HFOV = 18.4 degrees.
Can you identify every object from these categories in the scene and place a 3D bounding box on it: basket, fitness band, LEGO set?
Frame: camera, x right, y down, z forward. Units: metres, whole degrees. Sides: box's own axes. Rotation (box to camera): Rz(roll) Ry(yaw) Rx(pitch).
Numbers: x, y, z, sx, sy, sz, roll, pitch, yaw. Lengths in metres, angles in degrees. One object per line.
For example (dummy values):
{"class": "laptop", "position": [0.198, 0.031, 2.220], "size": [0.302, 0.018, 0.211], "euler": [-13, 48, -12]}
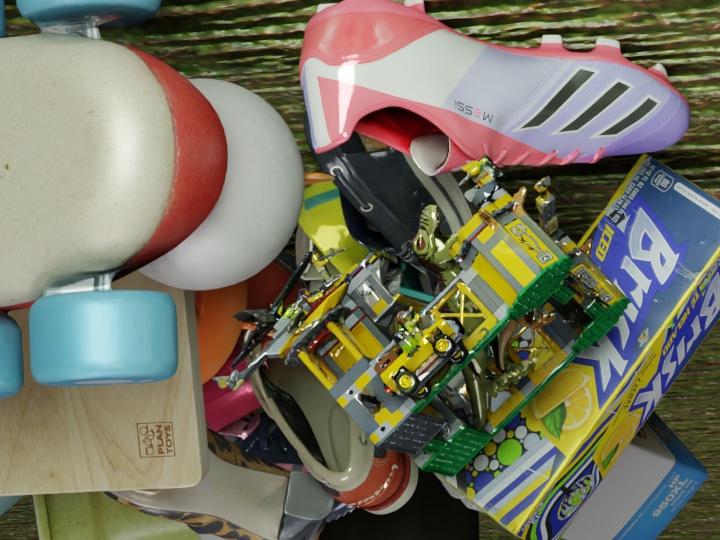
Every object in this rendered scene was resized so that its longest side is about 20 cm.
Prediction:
{"class": "basket", "position": [0.030, 0.197, 1.699], "size": [0.135, 0.201, 0.180], "euler": [3, 165, -3]}
{"class": "fitness band", "position": [-0.097, 0.075, 1.427], "size": [0.199, 0.038, 0.144], "euler": [-28, -174, 3]}
{"class": "LEGO set", "position": [0.028, 0.007, 1.013], "size": [0.154, 0.116, 0.200], "euler": [-47, 162, 14]}

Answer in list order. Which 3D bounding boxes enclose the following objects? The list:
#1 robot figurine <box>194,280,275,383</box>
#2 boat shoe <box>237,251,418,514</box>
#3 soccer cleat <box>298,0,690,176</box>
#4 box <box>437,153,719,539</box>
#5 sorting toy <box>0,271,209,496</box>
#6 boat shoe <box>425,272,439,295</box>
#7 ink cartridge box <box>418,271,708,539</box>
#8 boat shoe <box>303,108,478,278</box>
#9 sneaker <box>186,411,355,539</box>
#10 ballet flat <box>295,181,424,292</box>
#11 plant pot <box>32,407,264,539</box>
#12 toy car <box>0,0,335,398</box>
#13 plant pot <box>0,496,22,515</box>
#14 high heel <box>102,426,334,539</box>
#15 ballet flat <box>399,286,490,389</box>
{"class": "robot figurine", "position": [-0.148, 0.009, 1.240], "size": [0.199, 0.117, 0.144], "euler": [11, 146, -28]}
{"class": "boat shoe", "position": [-0.034, 0.056, 1.295], "size": [0.071, 0.200, 0.062], "euler": [-42, 144, 15]}
{"class": "soccer cleat", "position": [0.061, -0.070, 0.996], "size": [0.199, 0.077, 0.067], "euler": [13, 161, -29]}
{"class": "box", "position": [0.123, 0.044, 1.159], "size": [0.070, 0.200, 0.064], "euler": [36, 180, 27]}
{"class": "sorting toy", "position": [-0.177, 0.008, 1.128], "size": [0.197, 0.201, 0.070], "euler": [-4, -173, 11]}
{"class": "boat shoe", "position": [0.112, 0.015, 1.319], "size": [0.072, 0.061, 0.201], "euler": [-43, 143, 23]}
{"class": "ink cartridge box", "position": [0.108, 0.093, 1.408], "size": [0.084, 0.145, 0.200], "euler": [-50, 142, 13]}
{"class": "boat shoe", "position": [0.022, -0.040, 1.103], "size": [0.062, 0.075, 0.200], "euler": [-19, 153, 9]}
{"class": "sneaker", "position": [-0.049, 0.120, 1.429], "size": [0.199, 0.070, 0.082], "euler": [-24, 112, 31]}
{"class": "ballet flat", "position": [0.000, 0.000, 1.248], "size": [0.067, 0.067, 0.200], "euler": [-14, 153, 2]}
{"class": "plant pot", "position": [-0.136, 0.132, 1.576], "size": [0.183, 0.202, 0.200], "euler": [-6, 165, -5]}
{"class": "toy car", "position": [-0.103, -0.037, 0.988], "size": [0.176, 0.186, 0.199], "euler": [-8, 172, 36]}
{"class": "plant pot", "position": [-0.251, 0.065, 1.373], "size": [0.134, 0.201, 0.200], "euler": [-19, 178, -34]}
{"class": "high heel", "position": [-0.114, 0.122, 1.341], "size": [0.199, 0.072, 0.143], "euler": [20, 165, -2]}
{"class": "ballet flat", "position": [0.064, 0.050, 1.209], "size": [0.199, 0.071, 0.067], "euler": [10, -179, -39]}
